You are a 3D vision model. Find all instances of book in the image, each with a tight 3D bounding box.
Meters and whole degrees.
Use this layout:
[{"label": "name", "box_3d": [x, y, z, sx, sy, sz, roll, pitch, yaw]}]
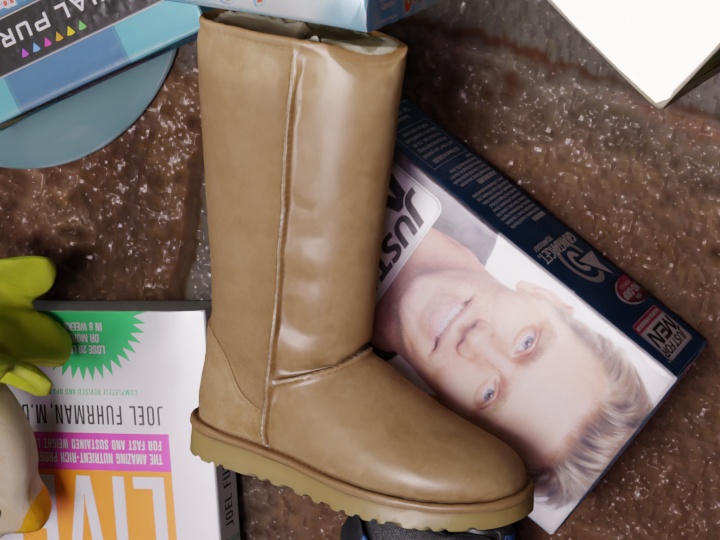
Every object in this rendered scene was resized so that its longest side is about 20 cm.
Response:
[{"label": "book", "box_3d": [-0.125, 0.116, 1.036, 0.133, 0.048, 0.202, -1, 99, 22]}]

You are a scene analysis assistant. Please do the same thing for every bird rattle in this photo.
[{"label": "bird rattle", "box_3d": [-0.232, 0.074, 0.978, 0.199, 0.113, 0.164, -14, 116, 9]}]

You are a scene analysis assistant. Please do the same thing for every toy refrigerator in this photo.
[{"label": "toy refrigerator", "box_3d": [0.142, -0.121, 0.775, 0.070, 0.200, 0.076, 45, 114, 6]}]

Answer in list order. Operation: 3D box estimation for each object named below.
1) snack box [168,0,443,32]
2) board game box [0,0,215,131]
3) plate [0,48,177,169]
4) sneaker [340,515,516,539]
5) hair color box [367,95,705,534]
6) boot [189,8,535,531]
[{"label": "snack box", "box_3d": [-0.012, -0.137, 0.836, 0.115, 0.200, 0.037, 11, 109, 19]}, {"label": "board game box", "box_3d": [-0.161, -0.180, 0.945, 0.150, 0.047, 0.201, -21, 94, 25]}, {"label": "plate", "box_3d": [-0.179, -0.147, 1.001, 0.199, 0.026, 0.202, 6, 106, 22]}, {"label": "sneaker", "box_3d": [0.068, 0.176, 0.950, 0.199, 0.073, 0.112, 30, 114, 15]}, {"label": "hair color box", "box_3d": [0.046, 0.013, 0.926, 0.200, 0.060, 0.100, 39, 115, 9]}, {"label": "boot", "box_3d": [0.000, 0.000, 0.873, 0.174, 0.066, 0.202, 12, 108, 20]}]
